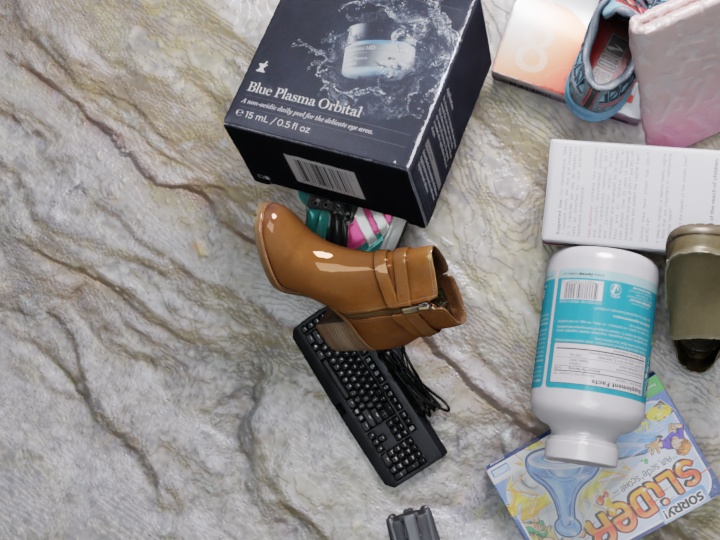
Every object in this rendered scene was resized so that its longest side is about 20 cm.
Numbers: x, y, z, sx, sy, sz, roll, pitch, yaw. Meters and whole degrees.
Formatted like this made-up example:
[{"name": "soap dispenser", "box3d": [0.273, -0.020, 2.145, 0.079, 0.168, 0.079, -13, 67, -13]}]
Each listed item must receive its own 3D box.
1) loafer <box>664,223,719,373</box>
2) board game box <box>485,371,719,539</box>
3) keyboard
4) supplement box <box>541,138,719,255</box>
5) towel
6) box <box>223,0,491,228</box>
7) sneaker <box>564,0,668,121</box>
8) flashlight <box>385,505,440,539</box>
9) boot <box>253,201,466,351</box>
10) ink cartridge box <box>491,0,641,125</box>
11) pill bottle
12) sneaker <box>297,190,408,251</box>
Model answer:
[{"name": "loafer", "box3d": [0.323, 0.030, 1.070, 0.075, 0.200, 0.068, -1, 56, 19]}, {"name": "board game box", "box3d": [0.246, 0.211, 1.164, 0.199, 0.034, 0.136, -32, 85, 8]}, {"name": "keyboard", "box3d": [0.015, 0.121, 1.199, 0.104, 0.040, 0.201, -34, 86, 9]}, {"name": "supplement box", "box3d": [0.280, -0.067, 1.124, 0.198, 0.101, 0.104, 4, 91, 9]}, {"name": "towel", "box3d": [0.347, -0.204, 1.073, 0.190, 0.200, 0.032, -24, 56, 6]}, {"name": "box", "box3d": [0.002, -0.175, 1.116, 0.195, 0.118, 0.201, 16, 70, 19]}, {"name": "sneaker", "box3d": [0.259, -0.241, 1.088, 0.079, 0.096, 0.202, 20, 86, 7]}, {"name": "flashlight", "box3d": [0.074, 0.347, 1.182, 0.067, 0.068, 0.202, -20, 82, 43]}, {"name": "boot", "box3d": [0.000, 0.000, 1.101, 0.154, 0.077, 0.201, -12, 122, 33]}, {"name": "ink cartridge box", "box3d": [0.239, -0.266, 1.156, 0.161, 0.050, 0.202, 19, 96, 8]}, {"name": "pill bottle", "box3d": [0.223, 0.085, 1.105, 0.110, 0.111, 0.202, 8, 80, 9]}, {"name": "sneaker", "box3d": [-0.003, -0.080, 1.183, 0.120, 0.084, 0.201, 24, 95, -1]}]
